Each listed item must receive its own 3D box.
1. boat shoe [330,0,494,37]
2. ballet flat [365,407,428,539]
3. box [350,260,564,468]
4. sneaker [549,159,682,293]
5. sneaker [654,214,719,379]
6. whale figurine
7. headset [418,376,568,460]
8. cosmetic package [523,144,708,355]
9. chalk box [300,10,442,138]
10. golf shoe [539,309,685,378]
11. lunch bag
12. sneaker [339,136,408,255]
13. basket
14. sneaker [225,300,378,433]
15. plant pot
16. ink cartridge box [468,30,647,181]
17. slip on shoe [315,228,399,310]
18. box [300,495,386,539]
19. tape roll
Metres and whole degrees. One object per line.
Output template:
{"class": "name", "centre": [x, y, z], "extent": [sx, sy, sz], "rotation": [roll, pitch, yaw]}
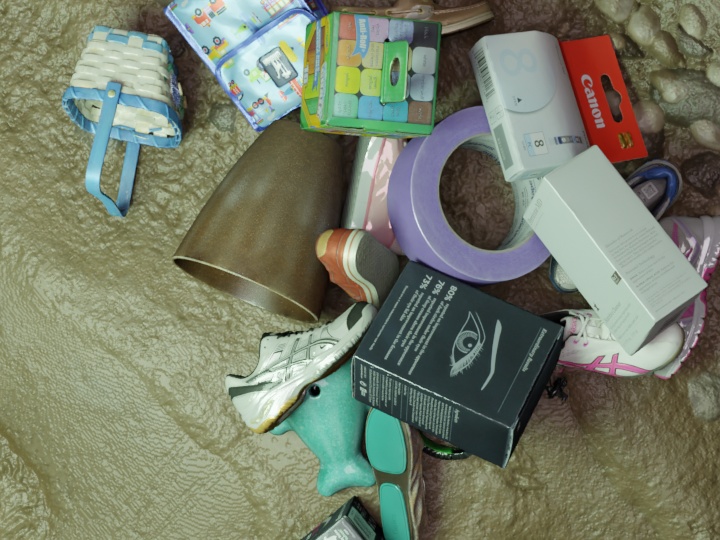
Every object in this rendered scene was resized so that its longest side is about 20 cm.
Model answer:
{"class": "boat shoe", "centre": [0.057, -0.302, 1.719], "extent": [0.198, 0.074, 0.067], "rotation": [-9, 96, 6]}
{"class": "ballet flat", "centre": [0.048, 0.233, 1.726], "extent": [0.068, 0.067, 0.202], "rotation": [11, 116, 33]}
{"class": "box", "centre": [0.109, 0.105, 1.635], "extent": [0.199, 0.105, 0.148], "rotation": [25, 61, 14]}
{"class": "sneaker", "centre": [0.295, -0.054, 1.697], "extent": [0.077, 0.085, 0.200], "rotation": [43, 96, 3]}
{"class": "sneaker", "centre": [0.363, 0.026, 1.701], "extent": [0.087, 0.081, 0.202], "rotation": [13, 87, 9]}
{"class": "whale figurine", "centre": [-0.039, 0.172, 1.729], "extent": [0.158, 0.104, 0.202], "rotation": [-12, 92, 6]}
{"class": "headset", "centre": [0.146, 0.155, 1.738], "extent": [0.198, 0.094, 0.125], "rotation": [-11, 95, 21]}
{"class": "cosmetic package", "centre": [0.274, -0.023, 1.583], "extent": [0.081, 0.113, 0.200], "rotation": [-33, 73, -18]}
{"class": "chalk box", "centre": [0.013, -0.212, 1.583], "extent": [0.123, 0.200, 0.126], "rotation": [4, 92, -12]}
{"class": "golf shoe", "centre": [0.270, 0.081, 1.661], "extent": [0.199, 0.092, 0.073], "rotation": [-5, 70, 34]}
{"class": "lunch bag", "centre": [-0.109, -0.273, 1.722], "extent": [0.150, 0.094, 0.201], "rotation": [-33, 94, 22]}
{"class": "sneaker", "centre": [0.044, -0.113, 1.732], "extent": [0.104, 0.075, 0.202], "rotation": [14, 83, -12]}
{"class": "basket", "centre": [-0.280, -0.174, 1.708], "extent": [0.138, 0.176, 0.202], "rotation": [14, 82, 2]}
{"class": "sneaker", "centre": [-0.070, 0.092, 1.644], "extent": [0.200, 0.076, 0.088], "rotation": [-42, 79, 2]}
{"class": "plant pot", "centre": [-0.097, -0.067, 1.705], "extent": [0.186, 0.187, 0.201], "rotation": [22, 79, 5]}
{"class": "ink cartridge box", "centre": [0.235, -0.195, 1.658], "extent": [0.198, 0.047, 0.161], "rotation": [-11, 78, -24]}
{"class": "slip on shoe", "centre": [0.000, 0.000, 1.681], "extent": [0.061, 0.200, 0.075], "rotation": [13, 75, 22]}
{"class": "box", "centre": [-0.055, 0.379, 1.728], "extent": [0.200, 0.122, 0.106], "rotation": [-40, 88, 5]}
{"class": "tape roll", "centre": [0.136, -0.084, 1.675], "extent": [0.198, 0.085, 0.202], "rotation": [2, 85, -18]}
